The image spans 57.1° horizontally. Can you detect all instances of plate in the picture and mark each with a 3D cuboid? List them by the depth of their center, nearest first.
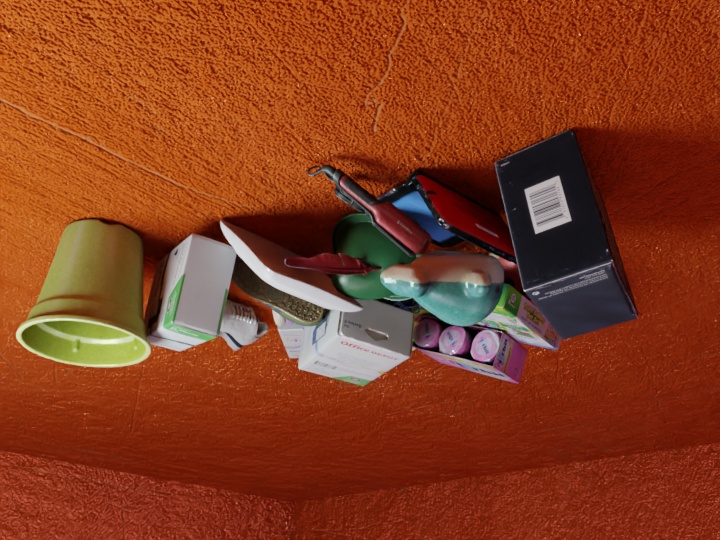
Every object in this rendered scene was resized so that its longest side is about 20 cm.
[{"bbox_3d":[-0.114,0.001,1.037,0.197,0.199,0.033,26,99,-40],"label":"plate"}]

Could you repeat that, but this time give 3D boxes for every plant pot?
[{"bbox_3d":[-0.423,0.032,1.058,0.193,0.190,0.202,0,152,0],"label":"plant pot"}]

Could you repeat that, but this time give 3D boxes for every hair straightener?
[{"bbox_3d":[0.007,-0.085,0.934,0.197,0.042,0.077,33,169,-8],"label":"hair straightener"}]

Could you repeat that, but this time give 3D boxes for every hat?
[{"bbox_3d":[-0.013,0.029,0.996,0.197,0.178,0.167,33,139,0],"label":"hat"}]

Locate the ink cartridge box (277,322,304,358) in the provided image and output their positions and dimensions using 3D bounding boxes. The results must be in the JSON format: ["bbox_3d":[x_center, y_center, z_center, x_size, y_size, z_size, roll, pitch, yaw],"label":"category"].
[{"bbox_3d":[-0.103,0.131,1.386,0.111,0.070,0.202,-2,153,2],"label":"ink cartridge box"}]

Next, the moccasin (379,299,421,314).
[{"bbox_3d":[0.078,0.062,1.258,0.078,0.070,0.201,5,152,-11],"label":"moccasin"}]

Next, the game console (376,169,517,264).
[{"bbox_3d":[0.128,-0.053,0.994,0.196,0.175,0.120,20,121,-36],"label":"game console"}]

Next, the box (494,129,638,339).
[{"bbox_3d":[0.285,-0.040,0.915,0.120,0.206,0.198,-20,148,24],"label":"box"}]

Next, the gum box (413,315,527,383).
[{"bbox_3d":[0.200,0.146,1.250,0.196,0.068,0.113,9,164,43],"label":"gum box"}]

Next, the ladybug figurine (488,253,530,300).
[{"bbox_3d":[0.277,0.008,1.156,0.132,0.074,0.200,10,151,-21],"label":"ladybug figurine"}]

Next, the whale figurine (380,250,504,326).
[{"bbox_3d":[0.117,0.028,0.934,0.196,0.108,0.156,-4,-171,-44],"label":"whale figurine"}]

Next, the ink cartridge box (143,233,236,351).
[{"bbox_3d":[-0.288,0.043,1.091,0.081,0.151,0.198,19,157,-28],"label":"ink cartridge box"}]

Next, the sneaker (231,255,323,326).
[{"bbox_3d":[-0.149,0.038,1.144,0.197,0.068,0.090,31,166,8],"label":"sneaker"}]

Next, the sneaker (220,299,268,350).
[{"bbox_3d":[-0.253,0.093,1.322,0.078,0.079,0.201,-17,155,7],"label":"sneaker"}]

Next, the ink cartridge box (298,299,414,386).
[{"bbox_3d":[-0.010,0.126,1.177,0.141,0.090,0.200,18,152,-18],"label":"ink cartridge box"}]

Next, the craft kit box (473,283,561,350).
[{"bbox_3d":[0.223,0.071,1.157,0.197,0.050,0.195,8,164,47],"label":"craft kit box"}]

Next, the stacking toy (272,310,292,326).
[{"bbox_3d":[-0.067,0.049,1.232,0.193,0.088,0.086,-7,153,-2],"label":"stacking toy"}]

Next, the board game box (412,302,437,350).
[{"bbox_3d":[0.113,0.104,1.363,0.099,0.049,0.200,12,150,-22],"label":"board game box"}]
